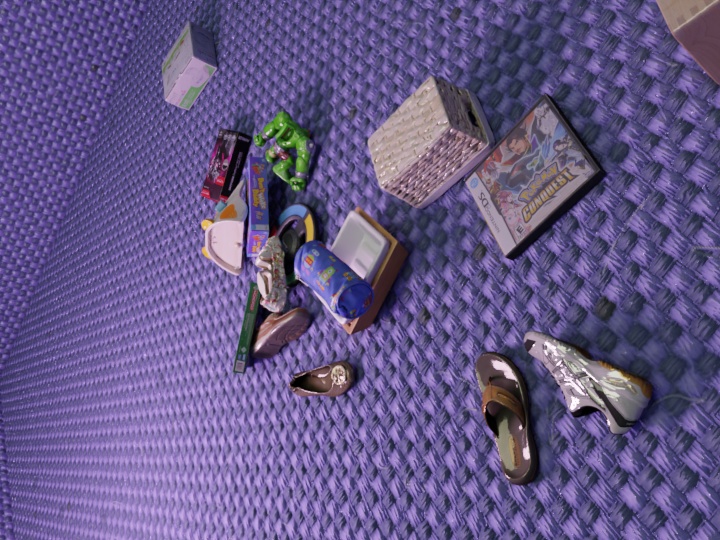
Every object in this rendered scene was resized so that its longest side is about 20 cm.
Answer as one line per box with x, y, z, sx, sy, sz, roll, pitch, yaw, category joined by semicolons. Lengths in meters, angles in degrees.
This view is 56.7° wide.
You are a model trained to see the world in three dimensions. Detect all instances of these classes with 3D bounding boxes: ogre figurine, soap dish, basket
-0.174;-0.295;1.593;0.121;0.096;0.202;-54;42;27;ogre figurine
0.000;0.000;1.305;0.157;0.080;0.203;44;112;47;soap dish
0.120;-0.231;1.201;0.199;0.121;0.138;-39;52;35;basket

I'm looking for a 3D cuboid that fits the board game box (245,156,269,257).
-0.256;-0.155;1.642;0.135;0.043;0.205;119;149;-62;board game box

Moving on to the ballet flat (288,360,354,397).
-0.086;0.224;1.362;0.197;0.046;0.069;-17;66;46;ballet flat

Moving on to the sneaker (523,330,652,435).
0.292;0.151;0.912;0.199;0.074;0.090;30;101;50;sneaker

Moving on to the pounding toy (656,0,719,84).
0.439;-0.351;0.799;0.141;0.197;0.189;-32;55;38;pounding toy

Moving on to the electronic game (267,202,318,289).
-0.161;-0.057;1.545;0.198;0.041;0.206;-19;65;46;electronic game

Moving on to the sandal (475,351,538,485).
0.212;0.217;1.003;0.081;0.054;0.205;-29;58;41;sandal

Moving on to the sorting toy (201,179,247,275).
-0.325;-0.129;1.689;0.202;0.104;0.183;106;178;-49;sorting toy

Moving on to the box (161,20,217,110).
-0.562;-0.667;2.174;0.199;0.095;0.180;-42;50;33;box

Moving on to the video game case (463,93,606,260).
0.270;-0.150;1.073;0.200;0.025;0.184;-47;47;31;video game case

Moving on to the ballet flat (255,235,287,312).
-0.203;-0.001;1.495;0.076;0.063;0.204;-45;44;38;ballet flat

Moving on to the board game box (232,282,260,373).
-0.261;0.132;1.561;0.135;0.028;0.206;151;130;-84;board game box

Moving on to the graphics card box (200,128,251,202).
-0.379;-0.291;1.873;0.124;0.050;0.205;22;94;51;graphics card box

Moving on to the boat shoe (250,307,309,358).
-0.187;0.127;1.495;0.199;0.075;0.073;-36;51;36;boat shoe

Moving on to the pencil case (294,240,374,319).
-0.057;0.017;1.240;0.087;0.079;0.199;-42;41;-8;pencil case
